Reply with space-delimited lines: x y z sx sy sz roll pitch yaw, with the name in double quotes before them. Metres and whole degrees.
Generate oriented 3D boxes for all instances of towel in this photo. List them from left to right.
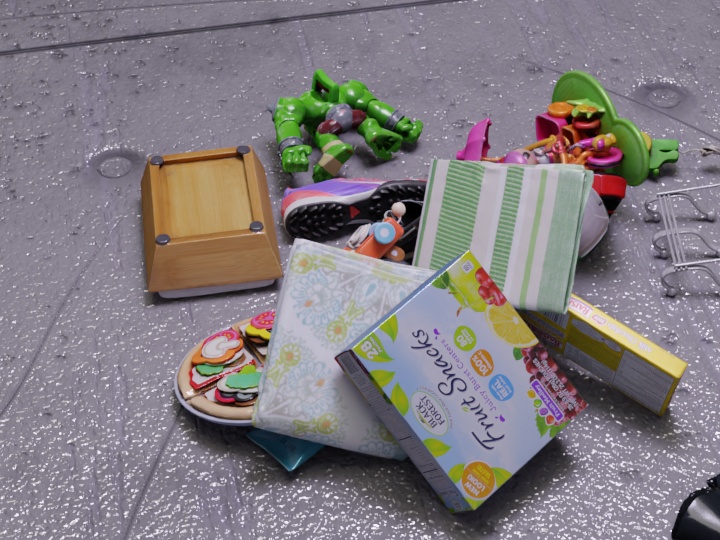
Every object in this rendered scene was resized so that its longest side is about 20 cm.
"towel" -0.010 0.080 1.589 0.170 0.048 0.202 15 81 -14
"towel" 0.143 -0.040 1.618 0.199 0.023 0.154 7 83 39

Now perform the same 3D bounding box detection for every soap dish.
"soap dish" -0.181 -0.063 1.841 0.156 0.082 0.201 -7 43 -6

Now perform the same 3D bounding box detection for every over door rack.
"over door rack" 0.440 -0.049 1.805 0.198 0.067 0.148 -17 40 14

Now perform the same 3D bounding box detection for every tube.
"tube" -0.020 0.140 1.641 0.199 0.051 0.077 -33 37 -24

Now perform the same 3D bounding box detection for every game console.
"game console" 0.201 -0.082 1.801 0.198 0.177 0.031 0 82 1

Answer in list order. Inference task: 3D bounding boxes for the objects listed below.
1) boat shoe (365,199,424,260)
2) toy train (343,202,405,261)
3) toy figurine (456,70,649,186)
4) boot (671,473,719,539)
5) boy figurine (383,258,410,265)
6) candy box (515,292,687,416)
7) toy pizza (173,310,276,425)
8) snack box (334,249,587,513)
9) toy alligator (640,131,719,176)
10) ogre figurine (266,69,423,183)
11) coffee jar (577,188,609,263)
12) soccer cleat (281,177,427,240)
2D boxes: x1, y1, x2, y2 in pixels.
"boat shoe" 0.058 -0.054 1.773 0.199 0.068 0.072 -9 36 55
"toy train" 0.000 0.000 1.706 0.056 0.200 0.150 43 84 -4
"toy figurine" 0.211 -0.134 1.843 0.183 0.151 0.200 -19 32 -21
"boot" 0.361 0.283 1.440 0.167 0.077 0.200 26 41 22
"boy figurine" 0.098 0.056 1.687 0.199 0.064 0.125 27 91 41
"candy box" 0.244 0.073 1.628 0.199 0.102 0.026 33 69 15
"toy pizza" -0.105 0.095 1.666 0.198 0.032 0.201 -8 31 5
"snack box" 0.100 0.112 1.550 0.168 0.068 0.201 -38 91 -21
"toy alligator" 0.352 -0.141 1.938 0.198 0.059 0.055 10 85 8
"ogre figurine" -0.029 -0.186 1.964 0.199 0.098 0.120 -28 59 -12
"coffee jar" 0.178 -0.024 1.710 0.085 0.200 0.104 50 55 -4
"soccer cleat" 0.002 -0.088 1.877 0.198 0.069 0.073 -10 38 -6
